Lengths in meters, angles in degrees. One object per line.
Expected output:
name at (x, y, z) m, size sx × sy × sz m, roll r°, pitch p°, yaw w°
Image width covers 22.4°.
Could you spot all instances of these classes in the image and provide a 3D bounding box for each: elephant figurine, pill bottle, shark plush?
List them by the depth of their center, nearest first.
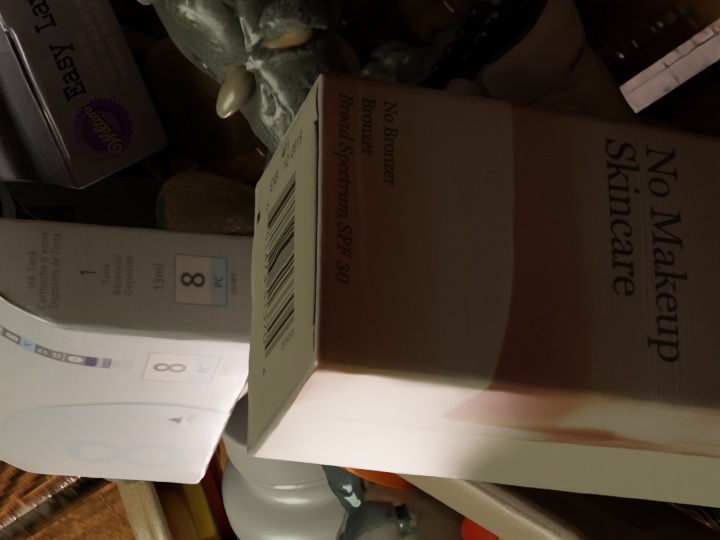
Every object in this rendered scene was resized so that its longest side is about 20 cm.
elephant figurine at (-0.043, -0.125, 0.626) m, size 0.141 × 0.156 × 0.200 m, roll 18°, pitch 145°, yaw -5°
shark plush at (0.031, 0.142, 0.780) m, size 0.090 × 0.084 × 0.200 m, roll 19°, pitch -169°, yaw -26°
pill bottle at (-0.009, 0.131, 0.954) m, size 0.110 × 0.111 × 0.201 m, roll 21°, pitch 144°, yaw 38°

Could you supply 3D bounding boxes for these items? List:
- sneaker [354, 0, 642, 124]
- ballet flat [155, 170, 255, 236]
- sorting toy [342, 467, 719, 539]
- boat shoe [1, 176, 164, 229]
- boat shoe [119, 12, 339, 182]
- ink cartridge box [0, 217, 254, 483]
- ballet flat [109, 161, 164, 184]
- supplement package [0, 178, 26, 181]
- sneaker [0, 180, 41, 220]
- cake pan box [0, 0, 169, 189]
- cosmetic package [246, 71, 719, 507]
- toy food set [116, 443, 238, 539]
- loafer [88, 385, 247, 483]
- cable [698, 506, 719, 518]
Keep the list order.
sneaker at (0.031, -0.050, 0.710) m, size 0.081 × 0.075 × 0.200 m, roll 42°, pitch 157°, yaw -20°
ballet flat at (0.000, 0.000, 0.773) m, size 0.199 × 0.068 × 0.062 m, roll 20°, pitch -149°, yaw -38°
sorting toy at (0.056, 0.090, 0.787) m, size 0.185 × 0.037 × 0.200 m, roll 29°, pitch -174°, yaw 27°
boat shoe at (-0.140, 0.000, 0.901) m, size 0.070 × 0.200 × 0.072 m, roll -102°, pitch 20°, yaw -46°
boat shoe at (-0.061, -0.085, 0.779) m, size 0.072 × 0.072 × 0.200 m, roll 67°, pitch 162°, yaw -11°
ink cartridge box at (-0.145, 0.032, 0.689) m, size 0.199 × 0.048 × 0.160 m, roll 3°, pitch 156°, yaw -13°
ballet flat at (-0.094, -0.008, 0.963) m, size 0.200 × 0.066 × 0.057 m, roll 56°, pitch -170°, yaw -17°
supplement package at (-0.250, -0.032, 1.049) m, size 0.200 × 0.121 × 0.120 m, roll 53°, pitch 151°, yaw -16°
sneaker at (-0.175, -0.055, 0.775) m, size 0.070 × 0.108 × 0.201 m, roll 34°, pitch 118°, yaw 57°
cake pan box at (-0.165, -0.129, 0.802) m, size 0.201 × 0.052 × 0.184 m, roll 67°, pitch 162°, yaw -12°
cosmetic package at (0.069, 0.012, 0.593) m, size 0.199 × 0.104 × 0.087 m, roll 7°, pitch 155°, yaw -17°
toy food set at (-0.093, 0.130, 1.007) m, size 0.200 × 0.048 × 0.199 m, roll 87°, pitch 163°, yaw -84°
loafer at (-0.103, 0.043, 0.839) m, size 0.200 × 0.068 × 0.076 m, roll -53°, pitch 53°, yaw 43°
cable at (0.108, 0.039, 0.728) m, size 0.199 × 0.051 × 0.097 m, roll 26°, pitch 146°, yaw -19°
